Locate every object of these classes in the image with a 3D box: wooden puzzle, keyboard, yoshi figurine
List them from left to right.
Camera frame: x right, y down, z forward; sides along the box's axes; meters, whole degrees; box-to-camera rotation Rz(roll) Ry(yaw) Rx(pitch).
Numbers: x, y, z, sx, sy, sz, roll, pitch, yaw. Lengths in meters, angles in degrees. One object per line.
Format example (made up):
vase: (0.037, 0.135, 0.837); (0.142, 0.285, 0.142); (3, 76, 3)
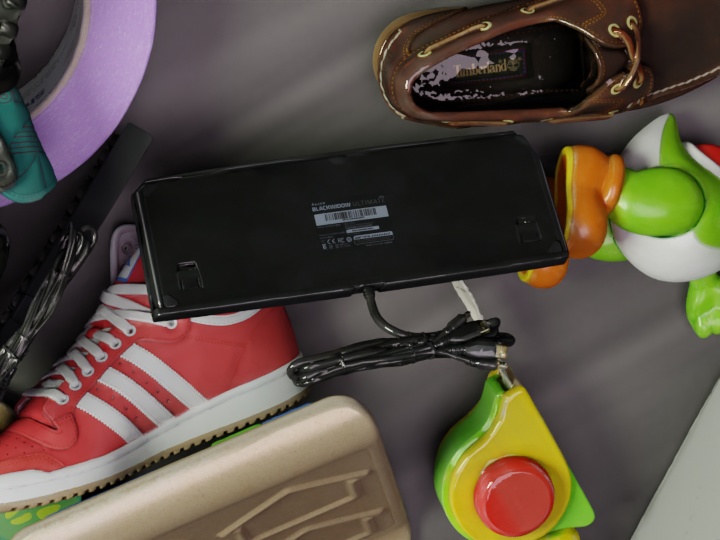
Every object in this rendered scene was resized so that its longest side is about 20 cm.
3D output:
keyboard: (-0.156, 0.019, 1.057); (0.021, 0.127, 0.201); (31, 81, -10)
wooden puzzle: (-0.072, 0.128, 1.133); (0.184, 0.047, 0.200); (-23, 154, -3)
keyboard: (0.000, 0.000, 1.063); (0.198, 0.128, 0.021); (-8, 149, -10)
yoshi figurine: (0.184, -0.002, 1.154); (0.198, 0.113, 0.113); (5, 122, -14)

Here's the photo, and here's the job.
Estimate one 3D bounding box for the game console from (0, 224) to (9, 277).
game console: (-0.267, -0.018, 1.023); (0.199, 0.117, 0.176); (21, 126, -14)

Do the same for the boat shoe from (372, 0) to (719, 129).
boat shoe: (0.107, -0.104, 1.122); (0.198, 0.070, 0.071); (-13, 108, -7)

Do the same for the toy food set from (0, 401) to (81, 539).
toy food set: (-0.239, 0.140, 1.146); (0.198, 0.049, 0.199); (13, 104, -13)

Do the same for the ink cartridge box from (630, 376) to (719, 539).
ink cartridge box: (0.264, 0.168, 1.192); (0.199, 0.147, 0.145); (24, 101, -16)

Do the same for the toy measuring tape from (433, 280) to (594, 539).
toy measuring tape: (0.055, 0.077, 1.169); (0.073, 0.074, 0.201); (-30, 110, 0)

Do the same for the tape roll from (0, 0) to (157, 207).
tape roll: (-0.196, -0.131, 1.062); (0.198, 0.066, 0.202); (-3, 108, -10)

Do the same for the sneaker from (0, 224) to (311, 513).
sneaker: (-0.122, 0.039, 1.098); (0.199, 0.071, 0.113); (-22, 103, -32)

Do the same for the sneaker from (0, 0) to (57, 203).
sneaker: (-0.163, -0.092, 0.999); (0.200, 0.084, 0.121); (-37, 105, 11)
